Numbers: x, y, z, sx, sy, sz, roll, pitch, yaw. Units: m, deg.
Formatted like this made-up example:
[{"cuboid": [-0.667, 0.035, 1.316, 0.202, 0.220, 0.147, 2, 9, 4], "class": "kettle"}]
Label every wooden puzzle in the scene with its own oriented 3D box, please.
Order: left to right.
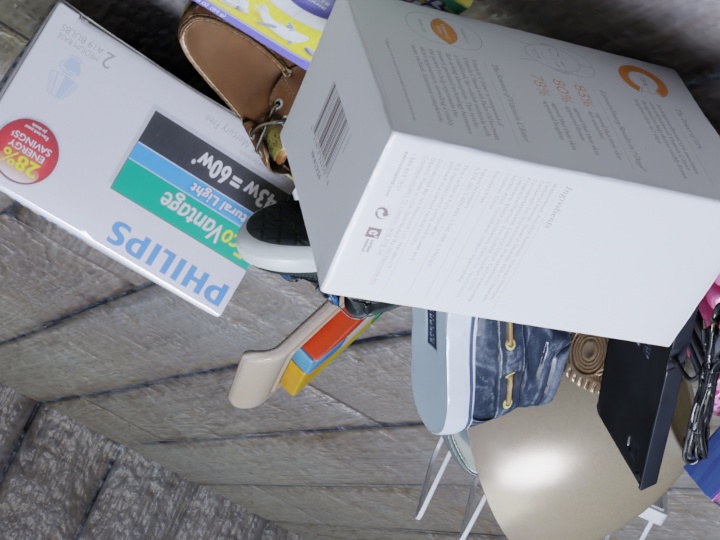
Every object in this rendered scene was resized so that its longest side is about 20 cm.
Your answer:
[{"cuboid": [-0.009, 0.034, 1.151, 0.037, 0.200, 0.185, 50, 164, 6], "class": "wooden puzzle"}]

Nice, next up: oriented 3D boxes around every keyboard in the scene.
[{"cuboid": [0.175, 0.041, 0.845, 0.020, 0.127, 0.201, -7, 127, -13], "class": "keyboard"}]

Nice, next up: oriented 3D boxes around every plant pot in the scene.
[{"cuboid": [0.180, 0.110, 1.155, 0.134, 0.201, 0.200, -14, 144, 26], "class": "plant pot"}]

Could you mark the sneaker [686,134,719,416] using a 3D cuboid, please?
[{"cuboid": [0.236, 0.007, 0.860, 0.095, 0.079, 0.201, -8, 135, -5], "class": "sneaker"}]

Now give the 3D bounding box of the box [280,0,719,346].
[{"cuboid": [0.075, -0.050, 0.758, 0.199, 0.125, 0.098, 10, 128, -22], "class": "box"}]

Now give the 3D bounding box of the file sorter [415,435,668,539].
[{"cuboid": [0.162, 0.192, 1.378, 0.199, 0.125, 0.139, 24, -156, 0], "class": "file sorter"}]

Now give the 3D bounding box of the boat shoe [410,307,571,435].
[{"cuboid": [0.082, 0.004, 0.940, 0.071, 0.090, 0.201, 45, 141, 52], "class": "boat shoe"}]

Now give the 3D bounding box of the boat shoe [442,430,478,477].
[{"cuboid": [0.088, 0.095, 1.236, 0.072, 0.062, 0.201, -3, 118, 9], "class": "boat shoe"}]

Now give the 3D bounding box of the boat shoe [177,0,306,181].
[{"cuboid": [-0.037, -0.097, 0.942, 0.200, 0.068, 0.072, 36, 138, -4], "class": "boat shoe"}]

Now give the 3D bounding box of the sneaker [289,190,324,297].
[{"cuboid": [-0.026, -0.045, 1.154, 0.099, 0.078, 0.200, 40, 162, 4], "class": "sneaker"}]

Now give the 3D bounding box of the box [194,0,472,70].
[{"cuboid": [-0.012, -0.166, 0.809, 0.117, 0.049, 0.200, 30, 160, -17], "class": "box"}]

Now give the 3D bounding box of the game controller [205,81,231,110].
[{"cuboid": [-0.011, -0.098, 1.031, 0.199, 0.042, 0.104, 21, 176, 13], "class": "game controller"}]

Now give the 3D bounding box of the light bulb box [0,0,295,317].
[{"cuboid": [-0.164, -0.076, 1.048, 0.198, 0.125, 0.200, 32, 175, -16], "class": "light bulb box"}]

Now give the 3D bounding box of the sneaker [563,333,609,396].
[{"cuboid": [0.166, 0.035, 1.024, 0.108, 0.070, 0.200, 18, -167, -37], "class": "sneaker"}]

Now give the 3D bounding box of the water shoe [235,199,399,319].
[{"cuboid": [0.000, 0.000, 1.001, 0.199, 0.079, 0.071, -5, -149, -42], "class": "water shoe"}]

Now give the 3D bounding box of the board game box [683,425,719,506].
[{"cuboid": [0.324, 0.094, 0.880, 0.200, 0.199, 0.043, 32, -168, -25], "class": "board game box"}]
